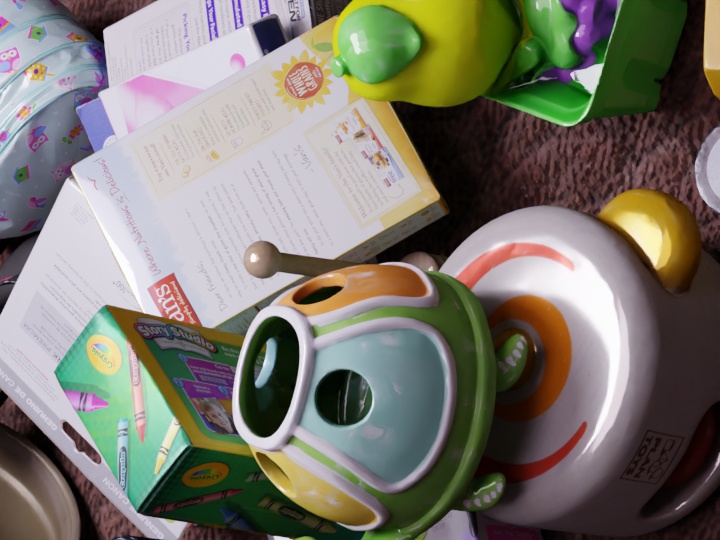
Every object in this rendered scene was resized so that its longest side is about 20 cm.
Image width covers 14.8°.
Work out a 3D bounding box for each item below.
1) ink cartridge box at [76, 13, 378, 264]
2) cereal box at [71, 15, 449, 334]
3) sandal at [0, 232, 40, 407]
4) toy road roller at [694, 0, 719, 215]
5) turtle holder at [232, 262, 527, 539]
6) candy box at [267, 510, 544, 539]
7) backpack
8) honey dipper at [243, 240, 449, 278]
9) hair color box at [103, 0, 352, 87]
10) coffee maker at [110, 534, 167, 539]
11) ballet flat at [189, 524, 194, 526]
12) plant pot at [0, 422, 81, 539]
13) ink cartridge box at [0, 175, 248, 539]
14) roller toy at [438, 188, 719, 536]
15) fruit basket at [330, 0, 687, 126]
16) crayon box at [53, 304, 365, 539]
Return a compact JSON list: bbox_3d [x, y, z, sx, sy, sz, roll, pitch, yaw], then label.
[{"bbox_3d":[-0.098,-0.045,1.845,0.199,0.043,0.197,-21,93,38],"label":"ink cartridge box"},{"bbox_3d":[-0.064,-0.050,1.732,0.199,0.040,0.144,-29,71,4],"label":"cereal box"},{"bbox_3d":[-0.259,0.047,1.966,0.075,0.045,0.200,15,56,25],"label":"sandal"},{"bbox_3d":[0.271,-0.106,1.512,0.145,0.123,0.201,-4,81,29],"label":"toy road roller"},{"bbox_3d":[-0.007,0.084,1.538,0.186,0.131,0.141,-61,40,23],"label":"turtle holder"},{"bbox_3d":[0.031,0.185,1.707,0.167,0.071,0.201,-29,64,36],"label":"candy box"},{"bbox_3d":[-0.258,-0.103,1.997,0.127,0.167,0.200,46,111,17],"label":"backpack"},{"bbox_3d":[0.000,0.000,1.683,0.038,0.200,0.038,-7,79,38],"label":"honey dipper"},{"bbox_3d":[-0.084,-0.145,1.889,0.200,0.065,0.110,-23,67,40],"label":"hair color box"},{"bbox_3d":[-0.078,0.225,1.615,0.191,0.200,0.135,-1,82,42],"label":"coffee maker"},{"bbox_3d":[-0.159,0.089,1.911,0.076,0.064,0.201,-47,53,37],"label":"ballet flat"},{"bbox_3d":[-0.319,0.221,1.966,0.200,0.199,0.174,55,133,35],"label":"plant pot"},{"bbox_3d":[-0.135,0.056,1.828,0.200,0.084,0.176,44,126,17],"label":"ink cartridge box"},{"bbox_3d":[0.125,0.058,1.596,0.199,0.139,0.183,-15,72,40],"label":"roller toy"},{"bbox_3d":[0.071,-0.164,1.652,0.215,0.215,0.156,24,98,43],"label":"fruit basket"},{"bbox_3d":[-0.071,0.094,1.633,0.058,0.200,0.119,-52,51,21],"label":"crayon box"}]
